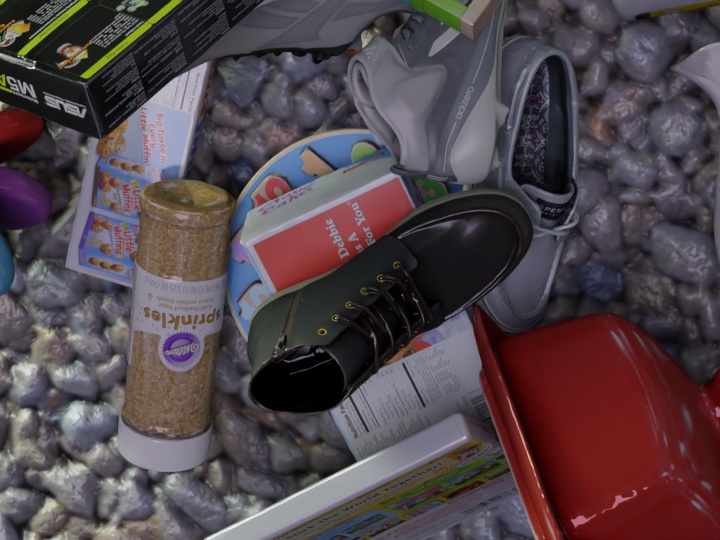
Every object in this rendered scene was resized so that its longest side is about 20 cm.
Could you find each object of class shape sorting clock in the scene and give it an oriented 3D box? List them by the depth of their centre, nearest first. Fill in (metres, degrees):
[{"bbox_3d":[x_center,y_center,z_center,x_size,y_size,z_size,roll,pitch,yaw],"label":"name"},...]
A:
[{"bbox_3d":[0.000,0.000,1.111,0.198,0.039,0.202,2,104,10],"label":"shape sorting clock"}]

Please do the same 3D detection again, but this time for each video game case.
[{"bbox_3d":[0.019,0.159,1.077,0.199,0.182,0.023,-28,66,17],"label":"video game case"}]

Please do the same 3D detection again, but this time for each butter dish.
[{"bbox_3d":[0.178,0.110,0.994,0.147,0.200,0.200,-29,140,12],"label":"butter dish"}]

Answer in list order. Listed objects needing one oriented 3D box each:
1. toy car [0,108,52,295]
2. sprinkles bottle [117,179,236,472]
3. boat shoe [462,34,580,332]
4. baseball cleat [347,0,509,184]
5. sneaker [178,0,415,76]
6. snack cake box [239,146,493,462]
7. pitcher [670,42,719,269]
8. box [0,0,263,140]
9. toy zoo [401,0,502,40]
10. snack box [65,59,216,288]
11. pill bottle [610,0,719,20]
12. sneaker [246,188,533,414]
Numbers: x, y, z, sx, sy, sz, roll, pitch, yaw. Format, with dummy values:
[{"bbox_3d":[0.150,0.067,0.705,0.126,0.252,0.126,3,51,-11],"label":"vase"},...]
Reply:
[{"bbox_3d":[-0.287,-0.064,1.092,0.149,0.175,0.202,3,75,-31],"label":"toy car"},{"bbox_3d":[-0.130,0.040,1.116,0.068,0.068,0.201,11,112,7],"label":"sprinkles bottle"},{"bbox_3d":[0.110,-0.053,1.052,0.070,0.071,0.202,-5,103,-24],"label":"boat shoe"},{"bbox_3d":[0.046,-0.155,1.007,0.106,0.070,0.201,5,70,-13],"label":"baseball cleat"},{"bbox_3d":[-0.046,-0.166,1.053,0.199,0.074,0.080,-22,108,3],"label":"sneaker"},{"bbox_3d":[0.015,0.032,1.066,0.114,0.067,0.201,-24,108,8],"label":"snack cake box"},{"bbox_3d":[0.303,-0.058,1.014,0.170,0.121,0.201,-15,89,-2],"label":"pitcher"},{"bbox_3d":[-0.167,-0.177,0.990,0.192,0.200,0.048,22,142,29],"label":"box"},{"bbox_3d":[0.024,-0.245,1.008,0.199,0.020,0.132,32,76,17],"label":"toy zoo"},{"bbox_3d":[-0.154,-0.088,1.125,0.071,0.024,0.201,16,105,4],"label":"snack box"},{"bbox_3d":[0.246,-0.225,0.977,0.198,0.112,0.113,-9,102,11],"label":"pill bottle"},{"bbox_3d":[0.022,0.026,0.971,0.199,0.106,0.075,-30,107,9],"label":"sneaker"}]
